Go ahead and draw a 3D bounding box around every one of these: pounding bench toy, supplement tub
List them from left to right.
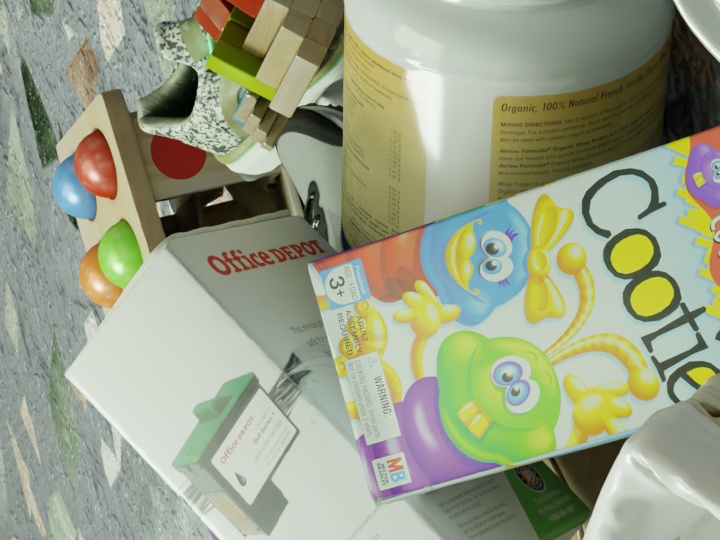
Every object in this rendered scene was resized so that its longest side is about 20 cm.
[{"bbox_3d":[-0.082,-0.007,1.627,0.124,0.155,0.201,145,109,-68],"label":"pounding bench toy"},{"bbox_3d":[0.063,-0.080,1.223,0.145,0.144,0.201,-129,32,-47],"label":"supplement tub"}]

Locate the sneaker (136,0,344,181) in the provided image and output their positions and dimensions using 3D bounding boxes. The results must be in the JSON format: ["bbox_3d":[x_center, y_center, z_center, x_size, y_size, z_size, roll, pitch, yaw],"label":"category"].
[{"bbox_3d":[-0.058,-0.119,1.425,0.200,0.088,0.077,-58,38,44],"label":"sneaker"}]

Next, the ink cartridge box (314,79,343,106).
[{"bbox_3d":[0.019,-0.040,1.470,0.116,0.067,0.201,-138,40,-57],"label":"ink cartridge box"}]

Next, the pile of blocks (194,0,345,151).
[{"bbox_3d":[-0.052,-0.104,1.305,0.082,0.062,0.200,-64,4,-8],"label":"pile of blocks"}]

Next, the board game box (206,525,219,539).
[{"bbox_3d":[-0.030,0.094,1.405,0.032,0.120,0.200,44,-172,-32],"label":"board game box"}]

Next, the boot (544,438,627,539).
[{"bbox_3d":[0.153,0.101,1.235,0.200,0.066,0.176,14,125,66],"label":"boot"}]

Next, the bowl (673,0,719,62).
[{"bbox_3d":[0.162,-0.119,0.925,0.201,0.090,0.202,28,134,33],"label":"bowl"}]

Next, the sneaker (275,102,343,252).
[{"bbox_3d":[0.000,0.000,1.348,0.074,0.079,0.201,93,153,-56],"label":"sneaker"}]

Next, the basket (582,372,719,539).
[{"bbox_3d":[0.184,0.125,0.936,0.200,0.161,0.199,38,145,18],"label":"basket"}]

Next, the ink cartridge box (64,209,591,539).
[{"bbox_3d":[-0.013,0.076,1.226,0.200,0.146,0.084,45,110,14],"label":"ink cartridge box"}]

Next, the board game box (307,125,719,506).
[{"bbox_3d":[0.098,0.014,1.103,0.199,0.105,0.104,-18,85,25],"label":"board game box"}]

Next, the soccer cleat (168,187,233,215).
[{"bbox_3d":[-0.085,-0.022,1.754,0.085,0.068,0.201,128,130,-69],"label":"soccer cleat"}]
